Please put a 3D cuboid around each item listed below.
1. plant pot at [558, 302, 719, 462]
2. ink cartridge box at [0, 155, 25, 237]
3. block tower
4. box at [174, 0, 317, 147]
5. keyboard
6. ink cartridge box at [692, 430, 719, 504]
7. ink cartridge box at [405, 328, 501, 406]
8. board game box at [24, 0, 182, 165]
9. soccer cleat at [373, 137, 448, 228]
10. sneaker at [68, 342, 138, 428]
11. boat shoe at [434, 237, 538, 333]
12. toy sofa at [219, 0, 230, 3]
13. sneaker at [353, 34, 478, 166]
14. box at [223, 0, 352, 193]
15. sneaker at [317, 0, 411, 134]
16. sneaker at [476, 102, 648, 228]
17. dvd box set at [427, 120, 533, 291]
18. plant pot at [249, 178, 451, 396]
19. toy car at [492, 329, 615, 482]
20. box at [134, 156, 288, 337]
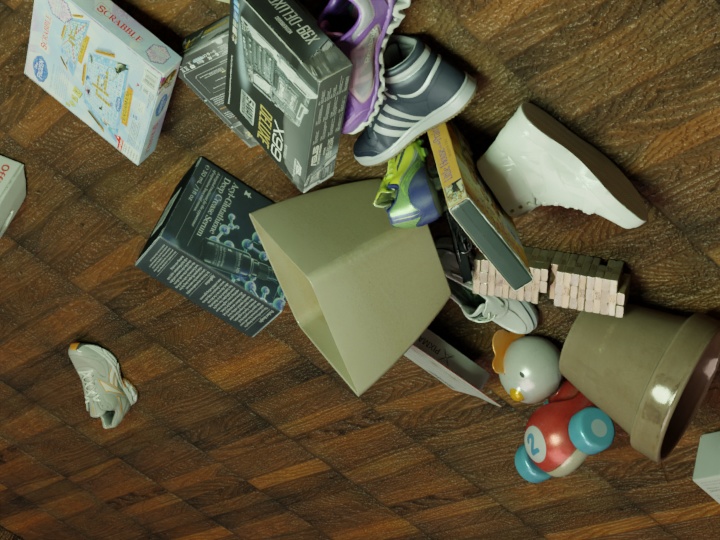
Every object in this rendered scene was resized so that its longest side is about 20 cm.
[{"bbox_3d":[0.358,0.123,1.677,0.173,0.201,0.201,27,149,23],"label":"plant pot"},{"bbox_3d":[-0.619,-0.120,1.916,0.198,0.147,0.085,22,146,-1],"label":"ink cartridge box"},{"bbox_3d":[0.248,0.010,1.670,0.198,0.058,0.055,9,121,17],"label":"block tower"},{"bbox_3d":[-0.112,-0.240,1.551,0.199,0.049,0.158,-15,132,43],"label":"box"},{"bbox_3d":[0.128,-0.067,1.614,0.039,0.105,0.201,-15,135,3],"label":"keyboard"},{"bbox_3d":[0.604,0.312,1.866,0.200,0.085,0.145,39,142,-22],"label":"ink cartridge box"},{"bbox_3d":[0.104,0.116,1.854,0.199,0.045,0.176,36,171,-19],"label":"ink cartridge box"},{"bbox_3d":[-0.327,-0.257,1.614,0.199,0.041,0.200,39,146,4],"label":"board game box"},{"bbox_3d":[0.049,-0.107,1.527,0.083,0.201,0.065,-21,115,2],"label":"soccer cleat"},{"bbox_3d":[-0.475,0.212,2.337,0.075,0.093,0.201,0,140,28],"label":"sneaker"},{"bbox_3d":[0.161,0.039,1.761,0.199,0.067,0.073,37,144,-21],"label":"boat shoe"},{"bbox_3d":[-0.163,-0.385,1.351,0.097,0.083,0.201,15,145,10],"label":"toy sofa"},{"bbox_3d":[0.034,-0.201,1.502,0.108,0.071,0.199,36,139,-24],"label":"sneaker"},{"bbox_3d":[-0.084,-0.205,1.424,0.158,0.050,0.201,49,154,20],"label":"box"},{"bbox_3d":[-0.015,-0.240,1.397,0.080,0.088,0.202,39,128,33],"label":"sneaker"},{"bbox_3d":[0.231,-0.095,1.508,0.199,0.074,0.116,38,122,-6],"label":"sneaker"},{"bbox_3d":[0.136,-0.086,1.498,0.029,0.201,0.146,-32,123,16],"label":"dvd box set"},{"bbox_3d":[0.000,0.000,1.650,0.200,0.176,0.201,45,161,52],"label":"plant pot"},{"bbox_3d":[0.252,0.170,1.814,0.199,0.177,0.184,39,147,-3],"label":"toy car"},{"bbox_3d":[-0.186,-0.031,1.790,0.199,0.149,0.107,32,145,-15],"label":"box"}]
